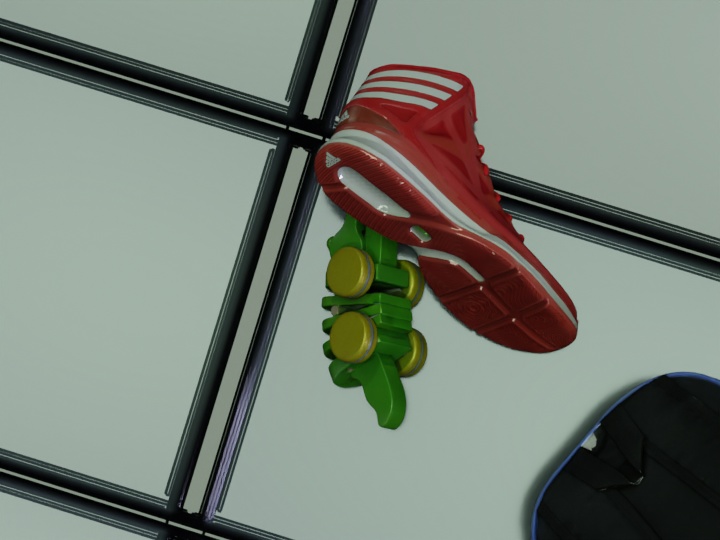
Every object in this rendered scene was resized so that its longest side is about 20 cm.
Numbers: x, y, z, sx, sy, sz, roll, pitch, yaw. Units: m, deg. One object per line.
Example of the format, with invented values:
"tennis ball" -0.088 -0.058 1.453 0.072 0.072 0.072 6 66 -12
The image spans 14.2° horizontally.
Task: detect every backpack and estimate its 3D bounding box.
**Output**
"backpack" 0.205 0.174 1.667 0.183 0.147 0.200 -45 63 -3

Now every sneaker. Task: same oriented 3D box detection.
"sneaker" 0.071 -0.048 1.725 0.200 0.078 0.116 43 52 -24

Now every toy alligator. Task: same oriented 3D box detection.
"toy alligator" 0.000 0.000 1.739 0.054 0.059 0.201 -15 71 38
